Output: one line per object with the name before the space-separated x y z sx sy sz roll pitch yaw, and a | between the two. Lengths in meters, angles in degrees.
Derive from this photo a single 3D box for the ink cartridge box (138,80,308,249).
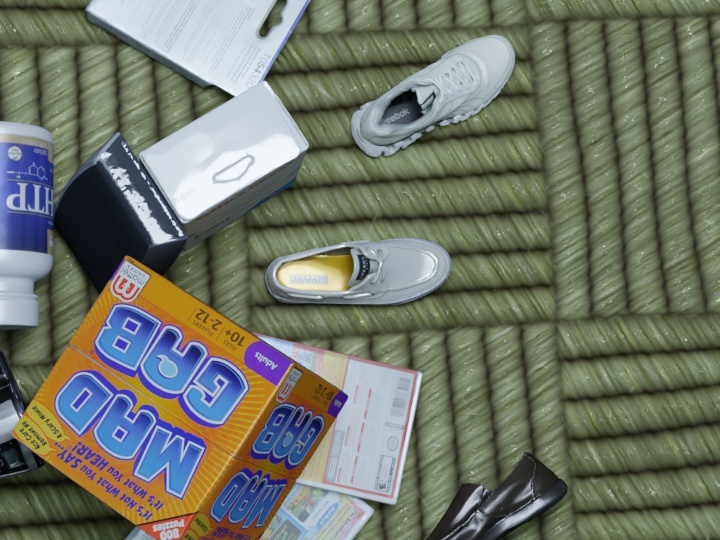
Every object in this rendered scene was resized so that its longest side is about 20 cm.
ink cartridge box | -0.139 -0.102 1.521 0.144 0.200 0.085 -32 89 -9

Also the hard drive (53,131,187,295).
hard drive | -0.245 -0.044 1.502 0.042 0.200 0.135 -32 88 -30

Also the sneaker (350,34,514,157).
sneaker | 0.085 -0.190 1.620 0.200 0.081 0.075 -34 87 -10

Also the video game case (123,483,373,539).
video game case | -0.117 0.268 1.576 0.182 0.024 0.200 41 80 -2

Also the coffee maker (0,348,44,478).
coffee maker | -0.432 0.147 1.486 0.200 0.135 0.192 -23 70 -17

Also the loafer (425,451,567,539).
loafer | 0.119 0.258 1.588 0.200 0.073 0.071 -31 79 -14

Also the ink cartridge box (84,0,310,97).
ink cartridge box | -0.159 -0.304 1.621 0.200 0.043 0.197 31 80 -5

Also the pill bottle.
pill bottle | -0.370 -0.042 1.528 0.119 0.120 0.200 0 85 -7

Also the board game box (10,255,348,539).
board game box | -0.167 0.138 1.457 0.200 0.200 0.200 31 86 19

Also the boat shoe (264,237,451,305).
boat shoe | 0.000 0.000 1.594 0.200 0.070 0.071 -2 84 -7

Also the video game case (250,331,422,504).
video game case | -0.045 0.153 1.581 0.200 0.017 0.143 14 79 -8
